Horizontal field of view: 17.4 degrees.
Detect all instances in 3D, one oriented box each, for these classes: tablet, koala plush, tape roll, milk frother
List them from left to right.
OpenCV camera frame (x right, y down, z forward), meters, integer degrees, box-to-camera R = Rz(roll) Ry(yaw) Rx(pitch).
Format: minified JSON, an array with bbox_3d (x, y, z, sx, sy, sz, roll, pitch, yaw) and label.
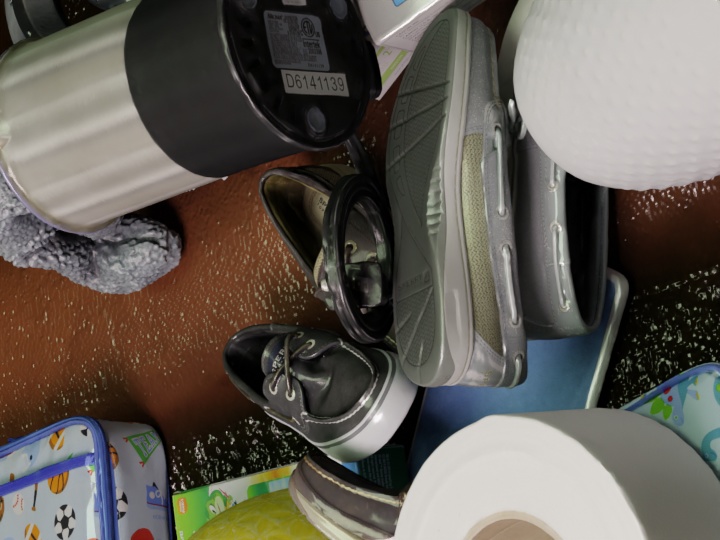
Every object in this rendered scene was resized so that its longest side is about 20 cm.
[{"bbox_3d":[-0.153,-0.097,1.522,0.200,0.184,0.178,-22,72,33],"label":"koala plush"},{"bbox_3d":[-0.080,-0.051,1.293,0.188,0.180,0.201,-17,63,39],"label":"milk frother"},{"bbox_3d":[0.084,0.079,1.349,0.130,0.014,0.201,27,109,45],"label":"tablet"},{"bbox_3d":[0.101,0.170,1.167,0.202,0.071,0.203,2,93,50],"label":"tape roll"}]

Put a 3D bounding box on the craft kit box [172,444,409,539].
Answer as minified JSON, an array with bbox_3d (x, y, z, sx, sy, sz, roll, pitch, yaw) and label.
[{"bbox_3d":[-0.035,0.220,1.444,0.197,0.048,0.201,-17,77,47],"label":"craft kit box"}]

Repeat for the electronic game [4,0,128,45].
[{"bbox_3d":[-0.143,-0.197,1.446,0.200,0.042,0.201,-10,72,34],"label":"electronic game"}]

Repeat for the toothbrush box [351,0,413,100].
[{"bbox_3d":[-0.022,-0.226,1.428,0.146,0.086,0.200,-52,52,33],"label":"toothbrush box"}]

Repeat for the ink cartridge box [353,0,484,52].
[{"bbox_3d":[0.056,-0.245,1.273,0.200,0.045,0.177,-34,71,26],"label":"ink cartridge box"}]

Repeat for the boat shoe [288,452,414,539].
[{"bbox_3d":[0.057,0.142,1.306,0.200,0.074,0.074,25,96,14],"label":"boat shoe"}]

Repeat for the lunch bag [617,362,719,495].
[{"bbox_3d":[0.180,0.156,1.186,0.161,0.082,0.201,-38,61,39],"label":"lunch bag"}]

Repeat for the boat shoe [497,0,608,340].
[{"bbox_3d":[0.116,-0.060,1.283,0.071,0.070,0.202,3,86,35],"label":"boat shoe"}]

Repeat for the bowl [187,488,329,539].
[{"bbox_3d":[-0.071,0.230,1.372,0.200,0.107,0.201,2,92,51],"label":"bowl"}]

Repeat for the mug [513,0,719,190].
[{"bbox_3d":[0.168,-0.138,1.187,0.175,0.147,0.200,-34,33,50],"label":"mug"}]

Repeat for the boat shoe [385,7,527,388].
[{"bbox_3d":[0.057,-0.038,1.252,0.074,0.065,0.203,155,117,-62],"label":"boat shoe"}]

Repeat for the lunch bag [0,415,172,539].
[{"bbox_3d":[-0.211,0.183,1.631,0.200,0.075,0.161,-21,70,45],"label":"lunch bag"}]

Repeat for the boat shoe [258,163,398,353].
[{"bbox_3d":[0.000,0.000,1.397,0.200,0.065,0.073,44,122,48],"label":"boat shoe"}]

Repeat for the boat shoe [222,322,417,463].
[{"bbox_3d":[-0.031,0.061,1.394,0.070,0.066,0.200,-60,20,-4],"label":"boat shoe"}]
